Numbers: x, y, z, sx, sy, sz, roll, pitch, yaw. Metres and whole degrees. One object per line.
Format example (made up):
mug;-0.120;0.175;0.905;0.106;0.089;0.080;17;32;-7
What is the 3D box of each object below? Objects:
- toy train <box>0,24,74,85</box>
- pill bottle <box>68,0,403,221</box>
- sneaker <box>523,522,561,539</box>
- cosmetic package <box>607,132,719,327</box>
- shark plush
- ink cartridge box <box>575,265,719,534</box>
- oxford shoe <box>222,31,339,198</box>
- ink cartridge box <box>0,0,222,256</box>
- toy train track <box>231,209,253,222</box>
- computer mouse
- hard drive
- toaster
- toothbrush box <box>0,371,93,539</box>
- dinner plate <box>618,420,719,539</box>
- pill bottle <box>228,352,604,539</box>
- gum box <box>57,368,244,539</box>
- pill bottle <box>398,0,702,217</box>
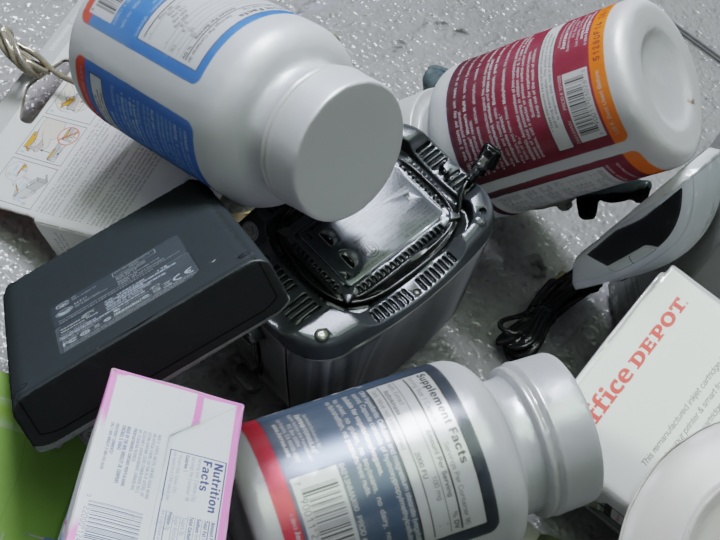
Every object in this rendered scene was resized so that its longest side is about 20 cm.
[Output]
toy train;-0.301;-0.153;0.918;0.200;0.085;0.116;37;58;20
pill bottle;-0.072;-0.104;0.795;0.112;0.113;0.199;-24;42;-36
sneaker;0.090;0.227;0.761;0.089;0.067;0.200;28;43;10
cosmetic package;0.265;-0.012;0.947;0.106;0.201;0.091;12;49;-14
shark plush;0.116;-0.085;0.994;0.090;0.084;0.200;-18;35;-28
ink cartridge box;0.227;0.119;0.862;0.200;0.084;0.146;38;77;12
oxford shoe;-0.071;-0.122;1.003;0.057;0.076;0.200;11;40;25
ink cartridge box;-0.159;-0.098;0.923;0.175;0.045;0.201;14;59;26
toy train track;-0.016;-0.034;0.975;0.198;0.033;0.115;-9;62;-21
computer mouse;0.178;-0.009;0.918;0.044;0.200;0.109;51;46;6
hard drive;-0.124;0.013;0.730;0.139;0.033;0.200;-31;21;-6
toaster;0.000;0.000;0.861;0.200;0.129;0.114;-38;72;-24
toothbrush box;-0.227;0.125;0.709;0.198;0.086;0.146;19;46;-7
dinner plate;0.247;0.180;0.787;0.198;0.024;0.202;0;73;1
pill bottle;0.027;0.118;0.764;0.198;0.120;0.120;-16;57;-14
gum box;-0.104;0.148;0.583;0.066;0.114;0.201;17;37;-10
pill bottle;0.114;-0.097;0.902;0.109;0.199;0.111;20;63;-46
